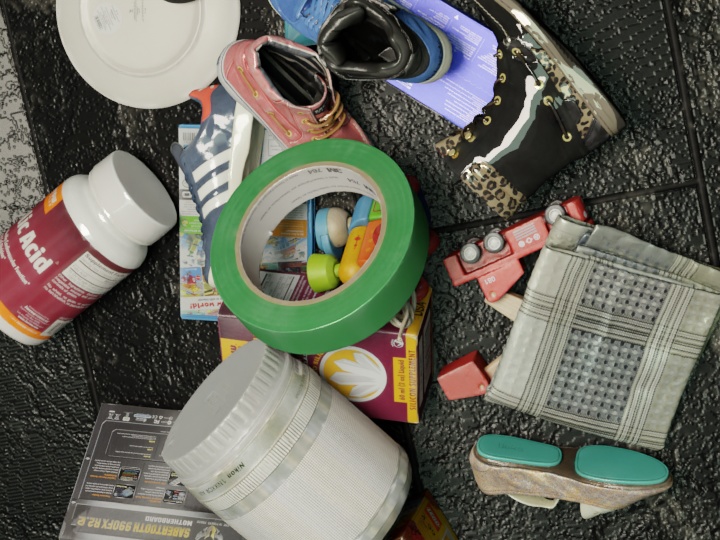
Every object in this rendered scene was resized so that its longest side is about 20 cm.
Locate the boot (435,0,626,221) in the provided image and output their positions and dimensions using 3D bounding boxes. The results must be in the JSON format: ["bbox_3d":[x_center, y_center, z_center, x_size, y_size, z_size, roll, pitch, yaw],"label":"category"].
[{"bbox_3d":[0.127,-0.159,1.314,0.151,0.073,0.200,-44,92,15],"label":"boot"}]

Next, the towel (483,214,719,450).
[{"bbox_3d":[0.237,0.062,1.357,0.191,0.035,0.201,17,106,-7],"label":"towel"}]

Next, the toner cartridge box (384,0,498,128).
[{"bbox_3d":[0.075,-0.207,1.376,0.199,0.043,0.095,33,105,7],"label":"toner cartridge box"}]

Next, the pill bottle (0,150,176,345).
[{"bbox_3d":[-0.291,-0.024,1.455,0.200,0.114,0.114,-37,89,16],"label":"pill bottle"}]

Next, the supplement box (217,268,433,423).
[{"bbox_3d":[-0.032,0.072,1.405,0.198,0.086,0.111,5,125,12],"label":"supplement box"}]

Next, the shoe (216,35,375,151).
[{"bbox_3d":[-0.044,-0.146,1.354,0.200,0.091,0.072,41,75,-21],"label":"shoe"}]

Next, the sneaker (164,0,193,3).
[{"bbox_3d":[-0.141,-0.360,1.387,0.201,0.067,0.108,-47,45,30],"label":"sneaker"}]

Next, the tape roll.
[{"bbox_3d":[-0.038,-0.024,1.300,0.199,0.048,0.202,-10,59,17],"label":"tape roll"}]

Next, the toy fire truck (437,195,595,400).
[{"bbox_3d":[0.150,0.027,1.392,0.199,0.049,0.142,-24,94,14],"label":"toy fire truck"}]

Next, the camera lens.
[{"bbox_3d":[-0.063,0.181,1.336,0.200,0.160,0.160,42,106,-16],"label":"camera lens"}]

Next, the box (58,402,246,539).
[{"bbox_3d":[-0.187,0.221,1.455,0.198,0.048,0.159,3,55,12],"label":"box"}]

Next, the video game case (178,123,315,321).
[{"bbox_3d":[-0.116,-0.047,1.460,0.142,0.018,0.202,3,99,12],"label":"video game case"}]

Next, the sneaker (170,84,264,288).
[{"bbox_3d":[-0.149,-0.085,1.416,0.084,0.075,0.202,8,90,10],"label":"sneaker"}]

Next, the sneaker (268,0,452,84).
[{"bbox_3d":[-0.020,-0.229,1.291,0.199,0.111,0.077,34,109,19],"label":"sneaker"}]

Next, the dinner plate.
[{"bbox_3d":[-0.219,-0.264,1.447,0.199,0.024,0.202,2,99,14],"label":"dinner plate"}]

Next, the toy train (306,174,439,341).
[{"bbox_3d":[0.000,0.000,1.353,0.115,0.201,0.085,-8,128,20],"label":"toy train"}]

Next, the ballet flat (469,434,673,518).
[{"bbox_3d":[0.206,0.206,1.408,0.199,0.068,0.068,9,120,17],"label":"ballet flat"}]

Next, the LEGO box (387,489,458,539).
[{"bbox_3d":[0.075,0.339,1.409,0.077,0.149,0.201,-31,92,15],"label":"LEGO box"}]

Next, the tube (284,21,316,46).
[{"bbox_3d":[-0.049,-0.317,1.379,0.077,0.050,0.202,5,99,51],"label":"tube"}]
